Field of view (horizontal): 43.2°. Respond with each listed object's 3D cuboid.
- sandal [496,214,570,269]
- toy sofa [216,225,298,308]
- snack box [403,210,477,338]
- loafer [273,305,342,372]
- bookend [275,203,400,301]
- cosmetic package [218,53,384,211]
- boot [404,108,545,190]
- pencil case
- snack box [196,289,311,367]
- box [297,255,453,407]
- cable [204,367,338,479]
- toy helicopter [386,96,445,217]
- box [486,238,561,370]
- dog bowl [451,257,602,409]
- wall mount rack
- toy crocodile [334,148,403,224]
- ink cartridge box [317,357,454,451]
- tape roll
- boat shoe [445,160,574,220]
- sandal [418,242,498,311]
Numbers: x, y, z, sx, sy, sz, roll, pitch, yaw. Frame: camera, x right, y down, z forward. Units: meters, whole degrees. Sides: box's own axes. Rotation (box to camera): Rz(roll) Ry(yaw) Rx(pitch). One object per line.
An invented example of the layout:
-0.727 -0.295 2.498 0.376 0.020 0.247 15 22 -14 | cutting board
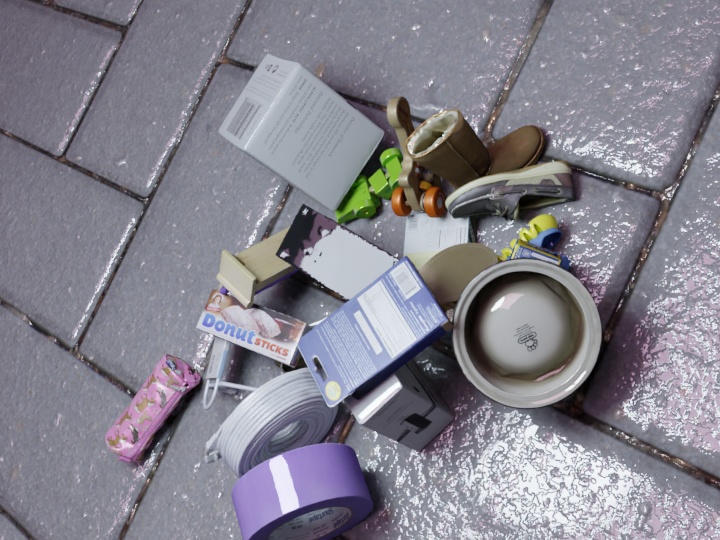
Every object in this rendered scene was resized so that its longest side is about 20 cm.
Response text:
0.234 0.011 1.347 0.200 0.079 0.087 -46 59 11 | sandal
-0.141 -0.011 1.523 0.083 0.199 0.099 39 136 23 | toy sofa
0.122 0.006 1.439 0.114 0.037 0.204 -5 69 31 | snack box
-0.058 0.120 1.484 0.198 0.075 0.071 -32 57 21 | loafer
0.000 0.000 1.441 0.197 0.200 0.093 30 91 23 | bookend
-0.102 -0.235 1.542 0.166 0.199 0.165 -56 31 2 | cosmetic package
0.180 -0.190 1.376 0.175 0.199 0.067 -42 56 11 | boot
-0.374 0.248 1.630 0.082 0.087 0.201 38 95 4 | pencil case
-0.176 0.093 1.487 0.197 0.024 0.073 18 80 29 | snack box
0.016 0.087 1.238 0.199 0.032 0.122 -37 56 7 | box
-0.126 0.240 1.406 0.069 0.198 0.201 49 119 29 | cable
0.089 -0.188 1.428 0.078 0.202 0.133 4 44 33 | toy helicopter
0.220 0.063 1.295 0.069 0.064 0.203 20 101 7 | box
0.222 0.078 1.227 0.196 0.074 0.204 1 99 9 | dog bowl
-0.200 0.141 1.533 0.173 0.073 0.204 -16 59 62 | wall mount rack
0.035 -0.142 1.540 0.199 0.061 0.068 -35 56 21 | toy crocodile
0.038 0.168 1.334 0.084 0.200 0.145 -41 56 7 | ink cartridge box
-0.086 0.341 1.344 0.198 0.199 0.086 -32 58 17 | tape roll
0.229 -0.110 1.382 0.197 0.072 0.067 -16 68 7 | boat shoe
0.103 0.033 1.334 0.210 0.070 0.078 -34 80 -10 | sandal
